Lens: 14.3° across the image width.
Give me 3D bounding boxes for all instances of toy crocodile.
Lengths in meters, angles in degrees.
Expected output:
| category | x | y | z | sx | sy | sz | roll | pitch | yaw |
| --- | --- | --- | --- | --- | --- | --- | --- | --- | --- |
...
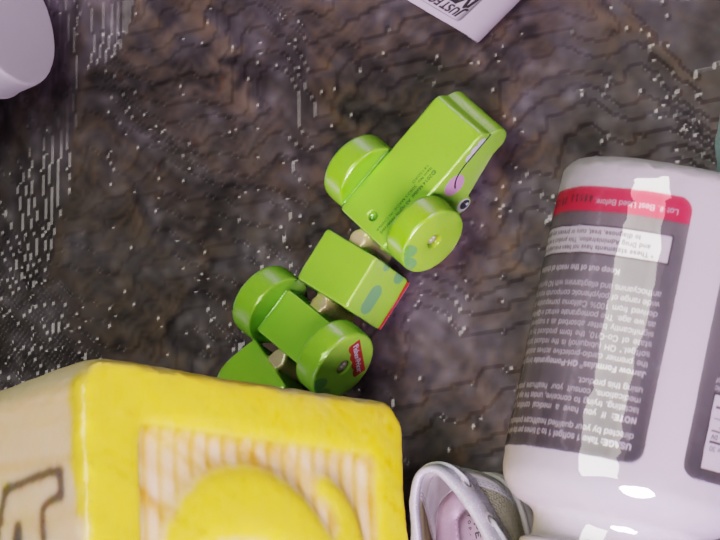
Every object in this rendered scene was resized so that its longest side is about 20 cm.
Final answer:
| category | x | y | z | sx | sy | sz | roll | pitch | yaw |
| --- | --- | --- | --- | --- | --- | --- | --- | --- | --- |
| toy crocodile | 0.000 | 0.000 | 1.407 | 0.067 | 0.062 | 0.200 | 38 | 94 | 33 |

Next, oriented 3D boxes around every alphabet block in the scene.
| category | x | y | z | sx | sy | sz | roll | pitch | yaw |
| --- | --- | --- | --- | --- | --- | --- | --- | --- | --- |
| alphabet block | -0.110 | 0.162 | 1.322 | 0.200 | 0.195 | 0.197 | -19 | 69 | 45 |

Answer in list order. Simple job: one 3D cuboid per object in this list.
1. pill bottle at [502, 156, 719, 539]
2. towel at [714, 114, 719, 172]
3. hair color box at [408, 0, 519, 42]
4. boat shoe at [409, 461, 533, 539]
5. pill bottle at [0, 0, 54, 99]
| category | x | y | z | sx | sy | sz | roll | pitch | yaw |
| --- | --- | --- | --- | --- | --- | --- | --- | --- | --- |
| pill bottle | 0.125 | 0.057 | 1.278 | 0.111 | 0.111 | 0.200 | 8 | 81 | 33 |
| towel | 0.250 | -0.109 | 1.251 | 0.171 | 0.048 | 0.200 | 22 | 110 | 35 |
| hair color box | 0.087 | -0.211 | 1.377 | 0.200 | 0.101 | 0.061 | -45 | 60 | 13 |
| boat shoe | 0.062 | 0.186 | 1.310 | 0.074 | 0.065 | 0.202 | -19 | 68 | 26 |
| pill bottle | -0.271 | -0.106 | 1.565 | 0.200 | 0.109 | 0.109 | -20 | 68 | 26 |
